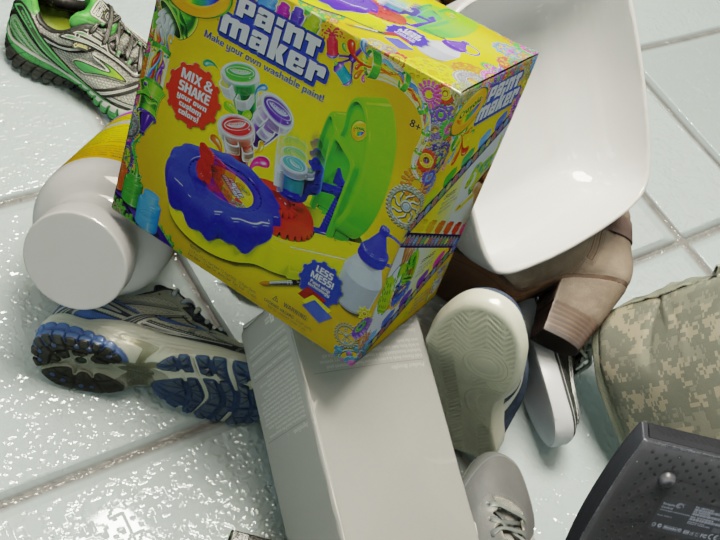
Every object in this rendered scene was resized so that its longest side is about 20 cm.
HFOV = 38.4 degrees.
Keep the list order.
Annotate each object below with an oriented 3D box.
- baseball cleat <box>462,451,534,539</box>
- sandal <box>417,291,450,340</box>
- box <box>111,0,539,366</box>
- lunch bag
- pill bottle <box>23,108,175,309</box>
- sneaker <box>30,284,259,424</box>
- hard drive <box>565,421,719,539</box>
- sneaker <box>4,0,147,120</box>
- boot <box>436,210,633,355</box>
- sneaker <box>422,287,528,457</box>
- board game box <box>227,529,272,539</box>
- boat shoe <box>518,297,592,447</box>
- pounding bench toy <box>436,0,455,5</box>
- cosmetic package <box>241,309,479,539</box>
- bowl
[{"bbox_3d":[0.105,0.204,0.697,0.070,0.106,0.201,25,50,-19],"label":"baseball cleat"},{"bbox_3d":[0.082,0.005,0.861,0.082,0.050,0.203,47,68,-21],"label":"sandal"},{"bbox_3d":[-0.028,-0.086,0.654,0.200,0.193,0.122,31,33,17],"label":"box"},{"bbox_3d":[0.278,0.099,0.793,0.117,0.164,0.201,-17,85,-29],"label":"lunch bag"},{"bbox_3d":[-0.180,-0.048,0.779,0.104,0.105,0.200,21,26,-3],"label":"pill bottle"},{"bbox_3d":[-0.137,0.051,0.779,0.199,0.077,0.085,16,45,-8],"label":"sneaker"},{"bbox_3d":[0.206,0.196,0.715,0.134,0.201,0.042,14,28,-8],"label":"hard drive"},{"bbox_3d":[-0.226,-0.193,0.931,0.199,0.085,0.078,22,49,-3],"label":"sneaker"},{"bbox_3d":[0.132,-0.029,0.831,0.200,0.070,0.147,32,62,-16],"label":"boot"},{"bbox_3d":[0.093,0.059,0.770,0.075,0.200,0.085,22,57,13],"label":"sneaker"},{"bbox_3d":[-0.005,0.252,0.703,0.199,0.023,0.105,16,52,-7],"label":"board game box"},{"bbox_3d":[0.166,0.058,0.882,0.068,0.074,0.200,-4,44,-5],"label":"boat shoe"},{"bbox_3d":[0.065,-0.133,0.856,0.124,0.156,0.201,36,64,-42],"label":"pounding bench toy"},{"bbox_3d":[-0.002,0.116,0.707,0.106,0.090,0.201,-2,71,-31],"label":"cosmetic package"},{"bbox_3d":[0.120,-0.115,0.757,0.199,0.201,0.075,-26,22,-31],"label":"bowl"}]
